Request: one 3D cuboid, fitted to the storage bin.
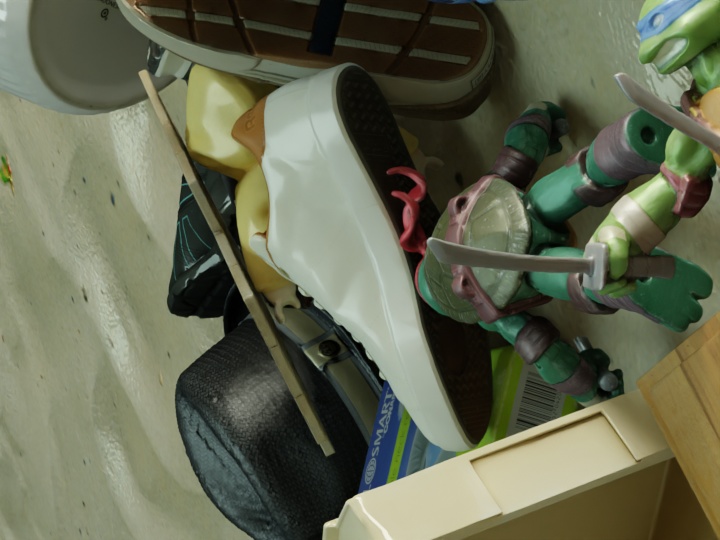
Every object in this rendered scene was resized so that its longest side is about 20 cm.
[{"bbox_3d":[0.087,0.161,1.262,0.094,0.200,0.199,56,155,35],"label":"storage bin"}]

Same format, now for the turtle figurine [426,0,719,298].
[{"bbox_3d":[0.144,-0.002,1.019,0.194,0.200,0.144,46,124,-2],"label":"turtle figurine"}]

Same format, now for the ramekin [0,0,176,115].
[{"bbox_3d":[-0.154,-0.180,1.547,0.094,0.202,0.202,36,143,35],"label":"ramekin"}]

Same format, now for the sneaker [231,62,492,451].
[{"bbox_3d":[0.000,0.000,1.333,0.085,0.073,0.200,-17,102,29],"label":"sneaker"}]

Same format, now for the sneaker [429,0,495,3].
[{"bbox_3d":[0.048,-0.159,1.253,0.200,0.082,0.074,16,91,49],"label":"sneaker"}]

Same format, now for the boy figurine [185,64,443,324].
[{"bbox_3d":[-0.017,-0.029,1.390,0.200,0.124,0.064,39,159,0],"label":"boy figurine"}]

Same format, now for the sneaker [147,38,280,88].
[{"bbox_3d":[-0.023,-0.173,1.414,0.076,0.115,0.201,-97,31,-63],"label":"sneaker"}]

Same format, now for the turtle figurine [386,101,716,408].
[{"bbox_3d":[0.083,-0.007,1.244,0.200,0.101,0.150,-20,80,60],"label":"turtle figurine"}]

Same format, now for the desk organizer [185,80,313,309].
[{"bbox_3d":[-0.041,-0.085,1.507,0.200,0.077,0.072,70,163,-6],"label":"desk organizer"}]

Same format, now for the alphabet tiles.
[{"bbox_3d":[-0.062,0.002,1.433,0.167,0.008,0.200,65,178,-33],"label":"alphabet tiles"}]

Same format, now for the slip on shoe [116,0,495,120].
[{"bbox_3d":[-0.029,-0.121,1.357,0.061,0.200,0.076,76,-152,-67],"label":"slip on shoe"}]

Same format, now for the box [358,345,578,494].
[{"bbox_3d":[0.048,0.107,1.437,0.200,0.048,0.122,164,122,-69],"label":"box"}]

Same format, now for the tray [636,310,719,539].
[{"bbox_3d":[0.197,0.110,1.148,0.200,0.037,0.099,62,144,15],"label":"tray"}]

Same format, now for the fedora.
[{"bbox_3d":[-0.047,0.104,1.640,0.201,0.092,0.201,44,150,34],"label":"fedora"}]

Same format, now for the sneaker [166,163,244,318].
[{"bbox_3d":[-0.076,-0.034,1.675,0.200,0.075,0.079,121,142,-58],"label":"sneaker"}]
